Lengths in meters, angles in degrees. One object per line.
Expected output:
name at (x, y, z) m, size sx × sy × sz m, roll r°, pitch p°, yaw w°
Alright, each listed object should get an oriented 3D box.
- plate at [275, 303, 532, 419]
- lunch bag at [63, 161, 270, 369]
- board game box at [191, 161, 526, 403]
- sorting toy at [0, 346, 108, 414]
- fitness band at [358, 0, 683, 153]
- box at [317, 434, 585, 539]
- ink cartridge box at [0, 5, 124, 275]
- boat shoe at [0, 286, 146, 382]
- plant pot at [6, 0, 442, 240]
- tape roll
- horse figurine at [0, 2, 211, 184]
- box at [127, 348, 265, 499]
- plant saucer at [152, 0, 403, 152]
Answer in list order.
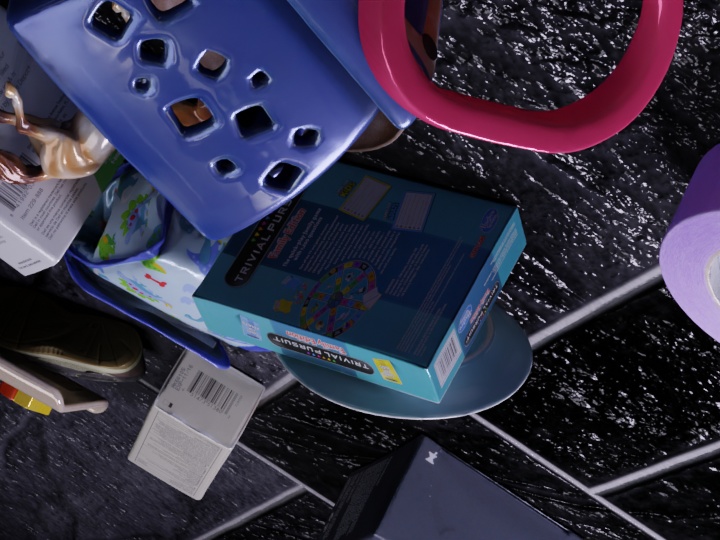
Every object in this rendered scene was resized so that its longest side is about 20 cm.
plate at (0.032, 0.045, 1.521) m, size 0.199 × 0.200 × 0.026 m, roll 19°, pitch 123°, yaw 21°
lunch bag at (-0.140, -0.008, 1.635) m, size 0.170 × 0.128 × 0.200 m, roll 32°, pitch 159°, yaw -30°
board game box at (0.000, 0.000, 1.482) m, size 0.199 × 0.151 × 0.047 m, roll 16°, pitch 149°, yaw 27°
sorting toy at (-0.359, 0.101, 2.040) m, size 0.184 × 0.037 × 0.200 m, roll 28°, pitch 178°, yaw 8°
fitness band at (0.089, -0.140, 1.104) m, size 0.199 × 0.144 × 0.037 m, roll 11°, pitch -163°, yaw -33°
box at (0.079, 0.277, 1.968) m, size 0.196 × 0.118 × 0.200 m, roll 33°, pitch 154°, yaw -9°
ink cartridge box at (-0.293, -0.115, 1.585) m, size 0.200 × 0.146 × 0.084 m, roll 38°, pitch 158°, yaw -18°
boat shoe at (-0.308, 0.073, 2.048) m, size 0.200 × 0.072 × 0.066 m, roll 14°, pitch 147°, yaw 20°
plant pot at (-0.060, -0.170, 1.159) m, size 0.179 × 0.201 × 0.200 m, roll -22°, pitch 129°, yaw 28°
tape roll at (0.293, -0.001, 1.276) m, size 0.199 × 0.066 × 0.200 m, roll 23°, pitch 154°, yaw 12°
horse figurine at (-0.208, -0.118, 1.518) m, size 0.199 × 0.050 × 0.133 m, roll -30°, pitch 131°, yaw 10°
box at (-0.169, 0.157, 2.049) m, size 0.095 × 0.078 × 0.200 m, roll 30°, pitch 155°, yaw -3°
plant saucer at (-0.050, -0.157, 1.381) m, size 0.199 × 0.035 × 0.201 m, roll 24°, pitch 156°, yaw 11°
